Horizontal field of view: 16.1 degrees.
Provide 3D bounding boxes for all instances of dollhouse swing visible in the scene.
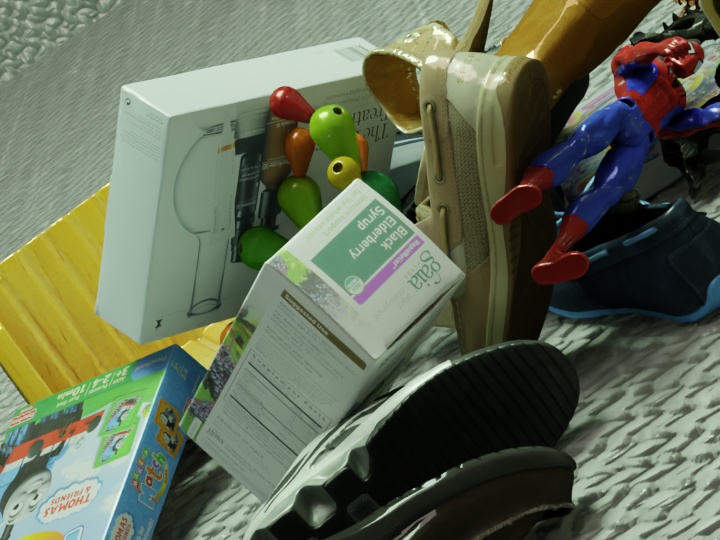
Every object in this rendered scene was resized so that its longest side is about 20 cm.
[{"bbox_3d":[-0.141,0.023,1.673,0.200,0.182,0.176,-37,-3,-9],"label":"dollhouse swing"}]

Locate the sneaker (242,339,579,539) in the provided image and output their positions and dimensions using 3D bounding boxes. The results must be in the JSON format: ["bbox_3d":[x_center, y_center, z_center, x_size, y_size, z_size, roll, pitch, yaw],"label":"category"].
[{"bbox_3d":[0.018,0.091,1.298,0.199,0.074,0.089,-33,18,4],"label":"sneaker"}]

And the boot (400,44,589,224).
[{"bbox_3d":[0.092,-0.080,1.574,0.169,0.076,0.200,-58,14,-24],"label":"boot"}]

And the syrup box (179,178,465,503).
[{"bbox_3d":[-0.024,0.044,1.366,0.079,0.081,0.200,-44,-9,-33],"label":"syrup box"}]

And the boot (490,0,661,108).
[{"bbox_3d":[0.140,-0.161,1.451,0.144,0.071,0.201,-50,-4,-36],"label":"boot"}]

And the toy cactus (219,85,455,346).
[{"bbox_3d":[0.000,0.000,1.488,0.164,0.201,0.102,14,20,17],"label":"toy cactus"}]

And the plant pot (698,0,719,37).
[{"bbox_3d":[0.277,-0.101,1.147,0.199,0.201,0.176,-33,4,5],"label":"plant pot"}]

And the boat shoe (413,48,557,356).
[{"bbox_3d":[0.063,-0.025,1.337,0.064,0.201,0.071,12,32,23],"label":"boat shoe"}]

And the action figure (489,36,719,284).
[{"bbox_3d":[0.153,-0.076,1.306,0.099,0.065,0.200,-24,17,39],"label":"action figure"}]

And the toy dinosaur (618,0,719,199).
[{"bbox_3d":[0.230,-0.116,1.463,0.135,0.103,0.200,-26,8,-8],"label":"toy dinosaur"}]

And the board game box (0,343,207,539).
[{"bbox_3d":[-0.178,0.148,1.512,0.151,0.037,0.201,-23,37,37],"label":"board game box"}]

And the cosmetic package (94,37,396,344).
[{"bbox_3d":[-0.065,-0.051,1.556,0.199,0.152,0.052,-17,38,-42],"label":"cosmetic package"}]

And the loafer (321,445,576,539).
[{"bbox_3d":[0.020,0.146,1.172,0.199,0.072,0.073,-25,-10,-16],"label":"loafer"}]

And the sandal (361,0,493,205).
[{"bbox_3d":[0.033,-0.112,1.496,0.069,0.078,0.212,11,35,3],"label":"sandal"}]

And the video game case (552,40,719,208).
[{"bbox_3d":[0.178,-0.089,1.598,0.143,0.018,0.200,-33,16,5],"label":"video game case"}]

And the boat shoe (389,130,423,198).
[{"bbox_3d":[-0.013,-0.088,1.713,0.199,0.091,0.071,-10,-27,-46],"label":"boat shoe"}]

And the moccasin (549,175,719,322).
[{"bbox_3d":[0.143,-0.021,1.378,0.080,0.068,0.200,-41,17,-22],"label":"moccasin"}]
